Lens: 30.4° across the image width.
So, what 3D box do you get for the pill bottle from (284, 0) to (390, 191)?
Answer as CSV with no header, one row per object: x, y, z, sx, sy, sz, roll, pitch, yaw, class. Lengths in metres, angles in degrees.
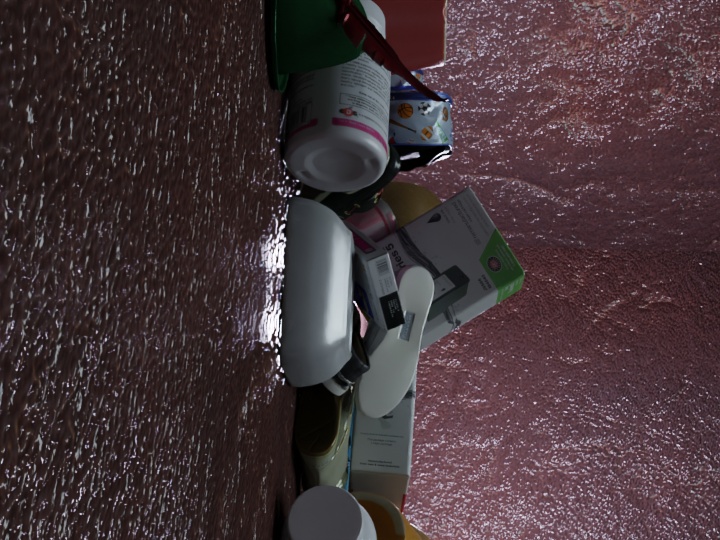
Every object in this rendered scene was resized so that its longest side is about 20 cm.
-0.022,-0.200,1.469,0.114,0.112,0.202,86,7,-61,pill bottle

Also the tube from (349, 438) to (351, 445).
-0.050,0.167,1.813,0.078,0.050,0.202,-92,175,-52,tube

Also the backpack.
0.036,-0.206,1.831,0.200,0.188,0.156,-63,158,-85,backpack

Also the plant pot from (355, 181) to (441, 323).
0.054,0.006,1.958,0.188,0.184,0.202,88,-9,-51,plant pot

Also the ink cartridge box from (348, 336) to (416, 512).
0.031,0.212,1.833,0.145,0.083,0.202,95,1,-60,ink cartridge box

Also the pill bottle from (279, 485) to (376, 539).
-0.035,0.327,1.523,0.201,0.111,0.114,86,6,-57,pill bottle

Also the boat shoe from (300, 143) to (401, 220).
-0.001,-0.108,1.554,0.201,0.063,0.075,-21,-130,62,boat shoe

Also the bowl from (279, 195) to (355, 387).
-0.046,0.029,1.537,0.200,0.074,0.203,86,7,-75,bowl

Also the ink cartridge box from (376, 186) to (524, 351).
0.100,0.006,1.789,0.146,0.199,0.084,57,-7,13,ink cartridge box

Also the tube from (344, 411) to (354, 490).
-0.028,0.249,1.936,0.051,0.076,0.202,83,12,-50,tube

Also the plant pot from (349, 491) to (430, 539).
0.009,0.387,1.719,0.184,0.197,0.202,75,14,-50,plant pot

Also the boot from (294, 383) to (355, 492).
-0.041,0.194,1.724,0.156,0.071,0.202,87,12,-48,boot

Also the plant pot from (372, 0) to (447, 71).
0.024,-0.336,1.694,0.200,0.175,0.203,2,90,-86,plant pot

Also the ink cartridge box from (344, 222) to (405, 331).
0.000,0.000,1.673,0.200,0.037,0.096,-143,-146,-64,ink cartridge box

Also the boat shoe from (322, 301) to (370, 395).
-0.026,0.067,1.676,0.074,0.060,0.201,42,24,-31,boat shoe

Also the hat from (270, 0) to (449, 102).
0.003,-0.252,1.320,0.166,0.173,0.203,63,28,-84,hat

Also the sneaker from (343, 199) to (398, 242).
-0.033,-0.070,1.854,0.200,0.104,0.076,34,-28,60,sneaker

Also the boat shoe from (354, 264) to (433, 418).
0.034,0.089,1.696,0.068,0.071,0.203,-4,-109,67,boat shoe
